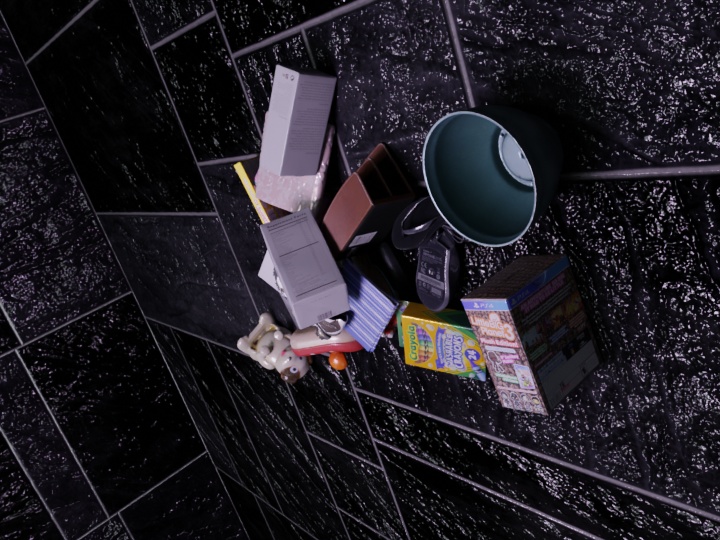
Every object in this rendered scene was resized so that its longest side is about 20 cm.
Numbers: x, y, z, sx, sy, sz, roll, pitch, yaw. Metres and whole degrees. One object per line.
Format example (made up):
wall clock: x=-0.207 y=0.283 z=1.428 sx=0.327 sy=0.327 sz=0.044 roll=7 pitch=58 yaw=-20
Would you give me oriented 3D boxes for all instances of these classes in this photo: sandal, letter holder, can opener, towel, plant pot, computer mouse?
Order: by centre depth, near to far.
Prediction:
plant pot: x=0.208 y=-0.152 z=0.932 sx=0.200 sy=0.134 sz=0.201 roll=34 pitch=139 yaw=35
sandal: x=0.117 y=-0.101 z=1.140 sx=0.200 sy=0.043 sz=0.076 roll=-36 pitch=65 yaw=44
computer mouse: x=0.156 y=-0.018 z=1.201 sx=0.138 sy=0.053 sz=0.200 roll=30 pitch=126 yaw=41
letter holder: x=-0.004 y=-0.135 z=1.245 sx=0.142 sy=0.100 sz=0.200 roll=63 pitch=146 yaw=18
can opener: x=0.094 y=0.029 z=1.325 sx=0.200 sy=0.079 sz=0.063 roll=60 pitch=-174 yaw=5
towel: x=0.000 y=0.076 z=1.336 sx=0.145 sy=0.024 sz=0.200 roll=42 pitch=145 yaw=14
towel: x=-0.142 y=-0.227 z=1.369 sx=0.191 sy=0.032 sz=0.200 roll=22 pitch=109 yaw=35

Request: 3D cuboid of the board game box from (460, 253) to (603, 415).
board game box: x=0.276 y=0.098 z=1.021 sx=0.097 sy=0.159 sz=0.200 roll=-4 pitch=112 yaw=55

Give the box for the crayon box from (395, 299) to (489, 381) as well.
crayon box: x=0.155 y=0.135 z=1.257 sx=0.200 sy=0.052 sz=0.126 roll=9 pitch=126 yaw=25

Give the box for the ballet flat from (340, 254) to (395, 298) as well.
ballet flat: x=0.000 y=0.000 z=1.355 sx=0.068 sy=0.072 sz=0.200 roll=94 pitch=152 yaw=-54

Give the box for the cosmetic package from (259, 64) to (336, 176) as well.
cosmetic package: x=-0.123 y=-0.289 z=1.251 sx=0.071 sy=0.101 sz=0.200 roll=31 pitch=117 yaw=36

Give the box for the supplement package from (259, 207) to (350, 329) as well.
supplement package: x=-0.111 y=-0.006 z=1.283 sx=0.110 sy=0.114 sz=0.200 roll=84 pitch=163 yaw=-59

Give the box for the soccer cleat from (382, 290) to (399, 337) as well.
soccer cleat: x=0.054 y=0.098 z=1.426 sx=0.200 sy=0.068 sz=0.085 roll=120 pitch=155 yaw=-72

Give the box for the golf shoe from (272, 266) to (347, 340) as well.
golf shoe: x=-0.099 y=0.049 z=1.356 sx=0.200 sy=0.078 sz=0.094 roll=48 pitch=139 yaw=-2

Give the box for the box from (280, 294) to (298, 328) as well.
box: x=-0.144 y=0.079 z=1.692 sx=0.158 sy=0.048 sz=0.200 roll=-12 pitch=105 yaw=56

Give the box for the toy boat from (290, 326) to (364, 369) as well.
toy boat: x=-0.063 y=0.181 z=1.554 sx=0.200 sy=0.131 sz=0.131 roll=-13 pitch=110 yaw=29

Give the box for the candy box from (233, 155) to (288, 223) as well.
candy box: x=-0.231 y=-0.177 z=1.555 sx=0.026 sy=0.102 sz=0.200 roll=-22 pitch=99 yaw=22

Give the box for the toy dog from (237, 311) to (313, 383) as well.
toy dog: x=-0.236 y=0.250 z=1.882 sx=0.200 sy=0.140 sz=0.194 roll=26 pitch=149 yaw=41

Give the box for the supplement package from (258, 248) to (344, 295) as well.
supplement package: x=-0.114 y=0.002 z=1.483 sx=0.200 sy=0.111 sz=0.156 roll=38 pitch=146 yaw=4

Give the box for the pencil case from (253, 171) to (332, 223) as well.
pencil case: x=-0.156 y=-0.178 z=1.458 sx=0.200 sy=0.087 sz=0.088 roll=33 pitch=140 yaw=31
